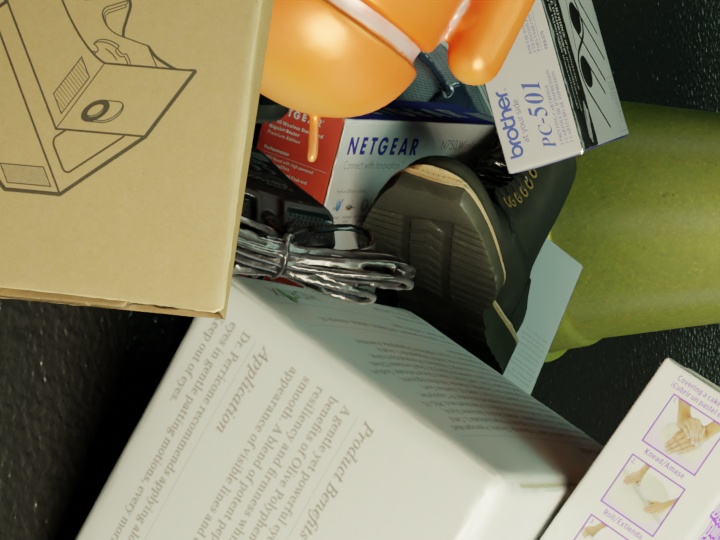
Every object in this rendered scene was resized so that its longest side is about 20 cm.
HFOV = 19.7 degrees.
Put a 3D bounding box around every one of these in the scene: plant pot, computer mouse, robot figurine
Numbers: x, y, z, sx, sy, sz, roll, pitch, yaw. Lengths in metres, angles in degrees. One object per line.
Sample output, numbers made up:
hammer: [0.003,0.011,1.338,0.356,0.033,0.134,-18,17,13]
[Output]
plant pot: [0.206,-0.036,1.426,0.200,0.183,0.202,1,89,-63]
computer mouse: [-0.072,-0.026,0.934,0.138,0.200,0.053,16,103,-27]
robot figurine: [-0.001,-0.153,0.895,0.143,0.117,0.201,31,92,-36]

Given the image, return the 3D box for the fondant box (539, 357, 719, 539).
fondant box: [0.115,0.152,0.928,0.201,0.058,0.144,-56,155,-5]

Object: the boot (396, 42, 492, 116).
boot: [0.040,-0.080,1.224,0.200,0.072,0.091,44,46,-55]

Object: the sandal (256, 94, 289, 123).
sandal: [-0.090,-0.109,0.941,0.200,0.075,0.048,8,123,-52]

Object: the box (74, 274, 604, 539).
box: [-0.005,0.134,0.962,0.200,0.171,0.200,-61,153,10]

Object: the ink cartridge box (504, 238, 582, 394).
ink cartridge box: [0.068,0.075,1.257,0.039,0.099,0.201,37,49,-9]

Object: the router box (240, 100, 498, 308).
router box: [0.000,0.000,1.113,0.200,0.049,0.181,-6,113,-60]

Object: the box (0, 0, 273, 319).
box: [-0.117,-0.087,0.831,0.021,0.162,0.202,58,39,-72]

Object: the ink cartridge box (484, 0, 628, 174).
ink cartridge box: [0.079,-0.155,1.048,0.094,0.044,0.202,-22,96,-67]

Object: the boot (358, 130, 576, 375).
boot: [0.064,-0.045,1.082,0.200,0.077,0.139,77,36,-66]
